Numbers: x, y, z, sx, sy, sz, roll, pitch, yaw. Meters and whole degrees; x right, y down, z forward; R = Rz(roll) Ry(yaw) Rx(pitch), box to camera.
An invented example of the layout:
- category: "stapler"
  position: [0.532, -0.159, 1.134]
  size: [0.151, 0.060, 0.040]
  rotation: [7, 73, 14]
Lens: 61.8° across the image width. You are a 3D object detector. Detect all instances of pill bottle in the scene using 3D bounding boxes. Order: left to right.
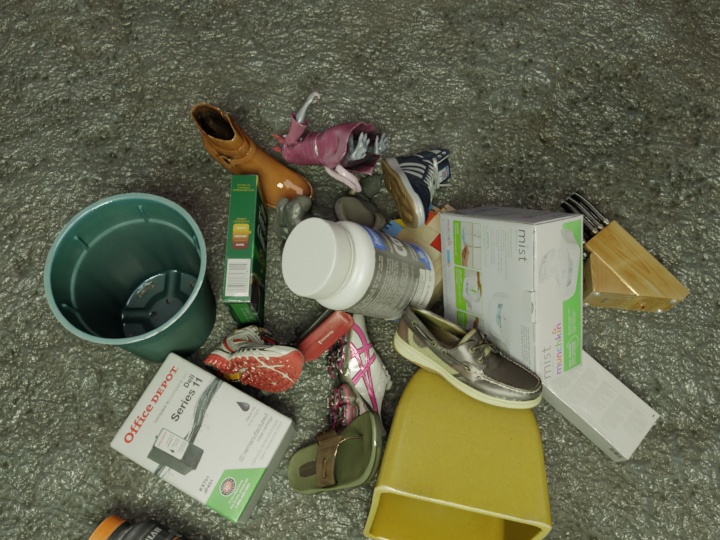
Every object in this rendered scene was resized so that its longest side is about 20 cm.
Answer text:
- category: "pill bottle"
  position: [-0.242, 0.379, 0.736]
  size: [0.198, 0.106, 0.107]
  rotation: [24, 69, 8]
- category: "pill bottle"
  position: [0.000, 0.000, 0.788]
  size: [0.113, 0.199, 0.115]
  rotation: [-10, 74, 39]

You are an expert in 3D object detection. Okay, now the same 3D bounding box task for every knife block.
- category: "knife block"
  position: [0.394, -0.032, 0.942]
  size: [0.197, 0.064, 0.178]
  rotation: [5, 68, 1]

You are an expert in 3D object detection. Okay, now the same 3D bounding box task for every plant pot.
- category: "plant pot"
  position: [-0.290, 0.032, 0.828]
  size: [0.197, 0.197, 0.203]
  rotation: [0, 66, -1]
- category: "plant pot"
  position: [0.121, 0.233, 0.767]
  size: [0.192, 0.197, 0.202]
  rotation: [11, 51, 4]

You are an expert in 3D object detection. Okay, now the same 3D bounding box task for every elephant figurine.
- category: "elephant figurine"
  position: [-0.022, -0.066, 0.921]
  size: [0.198, 0.141, 0.157]
  rotation: [-11, 96, -23]

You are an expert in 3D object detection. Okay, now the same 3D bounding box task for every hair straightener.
- category: "hair straightener"
  position: [-0.085, 0.116, 0.855]
  size: [0.041, 0.077, 0.200]
  rotation: [37, 104, -18]

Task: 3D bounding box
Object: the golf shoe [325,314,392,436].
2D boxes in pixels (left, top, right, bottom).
- category: "golf shoe"
  position: [-0.001, 0.144, 0.866]
  size: [0.091, 0.073, 0.203]
  rotation: [8, 67, -24]

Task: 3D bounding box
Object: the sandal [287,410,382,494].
- category: "sandal"
  position: [-0.041, 0.238, 0.758]
  size: [0.057, 0.201, 0.081]
  rotation: [21, 47, -35]

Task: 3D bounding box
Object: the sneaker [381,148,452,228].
- category: "sneaker"
  position: [0.102, -0.134, 0.933]
  size: [0.107, 0.071, 0.201]
  rotation: [-10, 31, -5]

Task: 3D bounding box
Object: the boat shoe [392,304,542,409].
- category: "boat shoe"
  position: [0.130, 0.103, 0.738]
  size: [0.198, 0.066, 0.073]
  rotation: [21, 30, 22]

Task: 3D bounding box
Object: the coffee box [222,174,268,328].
- category: "coffee box"
  position: [-0.168, -0.027, 0.897]
  size: [0.043, 0.123, 0.202]
  rotation: [-1, 66, -1]

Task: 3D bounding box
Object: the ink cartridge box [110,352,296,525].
- category: "ink cartridge box"
  position: [-0.207, 0.224, 0.812]
  size: [0.198, 0.083, 0.148]
  rotation: [26, 69, 10]

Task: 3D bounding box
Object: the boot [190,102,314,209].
- category: "boot"
  position: [-0.167, -0.177, 0.936]
  size: [0.199, 0.155, 0.077]
  rotation: [37, 80, 13]

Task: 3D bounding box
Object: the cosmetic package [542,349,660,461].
- category: "cosmetic package"
  position: [0.315, 0.171, 0.864]
  size: [0.200, 0.051, 0.082]
  rotation: [43, 75, 15]

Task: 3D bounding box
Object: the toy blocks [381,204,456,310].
- category: "toy blocks"
  position: [0.094, -0.035, 0.931]
  size: [0.136, 0.100, 0.200]
  rotation: [34, 70, 25]

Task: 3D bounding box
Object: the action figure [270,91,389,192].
- category: "action figure"
  position: [-0.060, -0.185, 0.951]
  size: [0.198, 0.134, 0.151]
  rotation: [5, 69, 27]

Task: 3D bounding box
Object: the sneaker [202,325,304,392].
- category: "sneaker"
  position: [-0.142, 0.109, 0.816]
  size: [0.078, 0.199, 0.083]
  rotation: [47, 59, -29]

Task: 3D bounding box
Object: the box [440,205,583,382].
- category: "box"
  position: [0.197, 0.023, 0.802]
  size: [0.096, 0.176, 0.203]
  rotation: [-12, 104, -31]
